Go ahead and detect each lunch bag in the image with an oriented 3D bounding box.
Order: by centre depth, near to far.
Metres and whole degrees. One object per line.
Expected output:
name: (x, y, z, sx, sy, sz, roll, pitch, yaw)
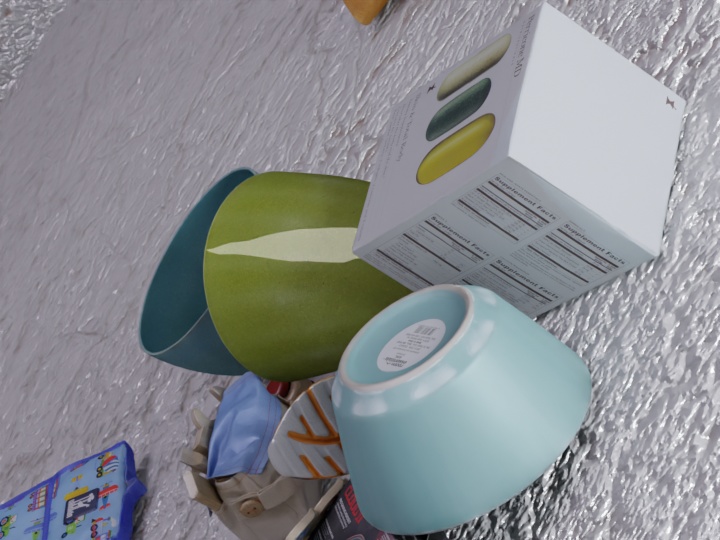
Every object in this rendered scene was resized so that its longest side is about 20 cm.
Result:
lunch bag: (-0.298, 0.279, 2.089, 0.200, 0.094, 0.151, -35, 30, 21)

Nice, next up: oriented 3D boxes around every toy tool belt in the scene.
toy tool belt: (-0.097, 0.147, 1.762, 0.125, 0.123, 0.201, -43, 28, 33)

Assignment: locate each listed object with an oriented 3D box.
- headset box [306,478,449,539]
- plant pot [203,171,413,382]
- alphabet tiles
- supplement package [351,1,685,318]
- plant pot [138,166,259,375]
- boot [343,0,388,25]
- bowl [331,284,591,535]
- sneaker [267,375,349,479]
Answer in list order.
headset box: (-0.001, 0.254, 1.500, 0.201, 0.075, 0.149, -55, 22, 11)
plant pot: (0.000, 0.000, 1.707, 0.199, 0.187, 0.188, -4, 57, 44)
alphabet tiles: (-0.073, 0.250, 1.586, 0.200, 0.015, 0.196, -43, -14, -41)
supplement package: (0.122, -0.073, 1.540, 0.200, 0.150, 0.153, -30, 36, 49)
plant pot: (-0.103, 0.021, 1.907, 0.200, 0.134, 0.201, -44, 28, 31)
boot: (0.039, -0.322, 2.126, 0.144, 0.070, 0.201, -59, 19, 18)
bowl: (0.058, 0.085, 1.457, 0.200, 0.105, 0.201, -28, 24, 14)
sneaker: (0.008, 0.108, 1.605, 0.199, 0.079, 0.077, -31, -1, -23)
